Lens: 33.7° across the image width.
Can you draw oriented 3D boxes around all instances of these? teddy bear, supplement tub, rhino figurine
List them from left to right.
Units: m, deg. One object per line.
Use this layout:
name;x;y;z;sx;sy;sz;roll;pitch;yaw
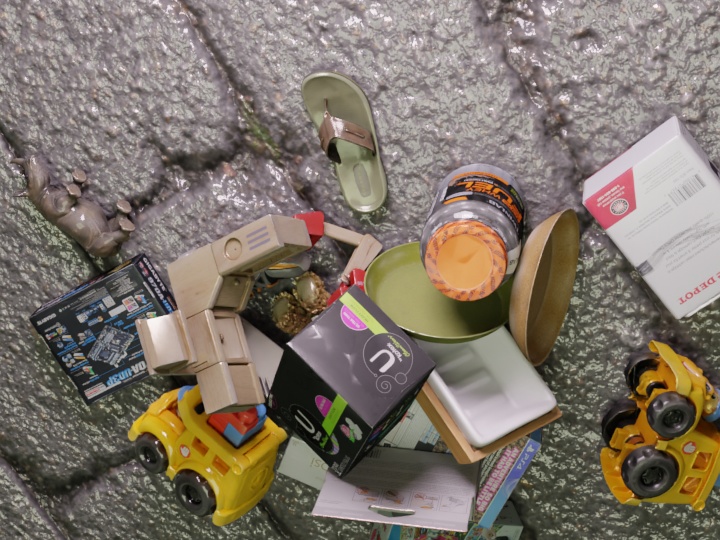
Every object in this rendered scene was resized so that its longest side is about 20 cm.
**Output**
rhino figurine;-0.402;-0.091;1.636;0.199;0.060;0.088;35;126;-1
teddy bear;-0.035;0.090;1.645;0.199;0.067;0.146;32;111;5
supplement tub;0.139;-0.047;1.468;0.122;0.200;0.123;4;114;9

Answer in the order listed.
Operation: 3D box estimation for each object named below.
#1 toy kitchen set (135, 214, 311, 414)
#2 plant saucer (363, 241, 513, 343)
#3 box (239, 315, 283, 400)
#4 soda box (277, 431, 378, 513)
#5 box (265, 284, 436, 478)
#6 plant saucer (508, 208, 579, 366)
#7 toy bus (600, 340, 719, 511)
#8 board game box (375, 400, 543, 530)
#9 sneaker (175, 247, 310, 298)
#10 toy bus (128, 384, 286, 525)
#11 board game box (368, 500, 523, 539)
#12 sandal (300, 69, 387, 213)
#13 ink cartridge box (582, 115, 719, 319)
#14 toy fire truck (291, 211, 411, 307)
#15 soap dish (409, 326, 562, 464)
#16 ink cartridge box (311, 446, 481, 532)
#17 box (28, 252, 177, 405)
toy kitchen set;-0.156;0.056;1.465;0.180;0.163;0.201;-25;75;27
plant saucer;0.102;0.032;1.514;0.199;0.200;0.031;10;127;7
box;-0.115;0.151;1.653;0.200;0.082;0.069;38;76;-1
soda box;-0.013;0.288;1.718;0.199;0.064;0.068;23;116;0
box;-0.016;0.143;1.490;0.148;0.124;0.200;43;153;11
plant saucer;0.226;0.018;1.487;0.035;0.200;0.202;13;116;23
toy bus;0.434;0.214;1.568;0.191;0.136;0.201;13;113;-9
board game box;0.130;0.233;1.646;0.199;0.097;0.160;27;115;-1
sneaker;-0.157;0.005;1.623;0.199;0.078;0.078;-4;112;25
toy bus;-0.204;0.217;1.641;0.200;0.136;0.193;39;132;16
board game box;0.113;0.395;1.697;0.199;0.064;0.148;8;117;-18
sandal;-0.015;-0.164;1.527;0.079;0.057;0.202;-17;108;18
ink cartridge box;0.393;-0.063;1.474;0.145;0.083;0.200;-37;102;22
toy fire truck;0.000;0.000;1.573;0.199;0.142;0.049;4;154;-27
soap dish;0.142;0.144;1.544;0.201;0.157;0.081;56;147;20
ink cartridge box;0.049;0.293;1.537;0.198;0.176;0.045;5;114;10
box;-0.353;0.086;1.709;0.199;0.046;0.160;-26;106;20
